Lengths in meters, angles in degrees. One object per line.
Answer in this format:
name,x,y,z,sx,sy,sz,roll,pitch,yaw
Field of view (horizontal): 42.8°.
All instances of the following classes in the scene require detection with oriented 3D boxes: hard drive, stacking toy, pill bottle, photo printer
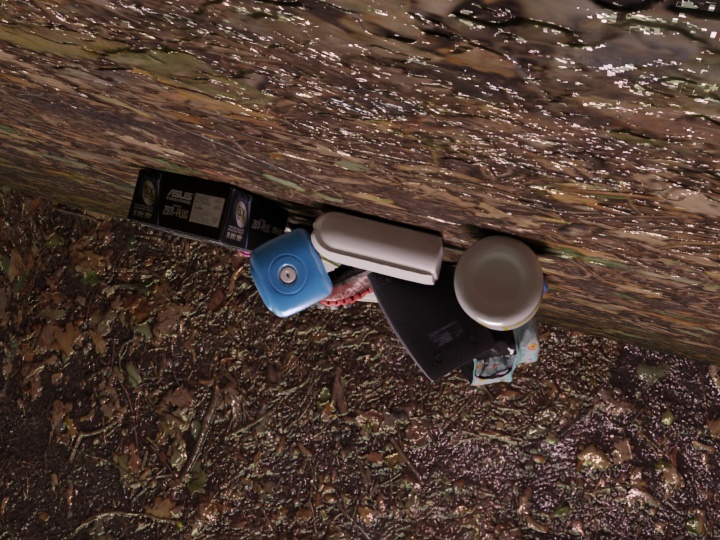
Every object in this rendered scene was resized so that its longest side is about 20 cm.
hard drive,0.107,0.068,1.434,0.133,0.201,0.043,-26,158,-17
stacking toy,-0.102,-0.007,1.480,0.108,0.118,0.200,-25,-175,8
pill bottle,0.185,0.021,1.205,0.110,0.114,0.200,13,177,12
photo printer,0.024,-0.035,1.367,0.196,0.071,0.166,14,177,6

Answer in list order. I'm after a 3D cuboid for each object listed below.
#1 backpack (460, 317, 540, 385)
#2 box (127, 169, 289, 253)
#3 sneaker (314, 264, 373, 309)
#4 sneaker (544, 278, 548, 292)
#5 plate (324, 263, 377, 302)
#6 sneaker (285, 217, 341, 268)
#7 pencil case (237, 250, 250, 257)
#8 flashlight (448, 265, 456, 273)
backpack,0.229,0.105,1.606,0.150,0.178,0.201,-7,152,-8
box,-0.244,-0.090,1.478,0.197,0.088,0.163,13,177,30
sneaker,0.000,0.000,1.515,0.197,0.099,0.071,-15,-146,-2
sneaker,0.229,0.032,1.467,0.075,0.090,0.198,9,176,44
plate,0.008,0.009,1.697,0.196,0.033,0.201,6,151,7
sneaker,-0.048,-0.048,1.568,0.196,0.078,0.089,10,163,14
pencil case,-0.199,-0.059,1.817,0.089,0.095,0.200,-17,176,5
flashlight,0.178,0.023,1.763,0.067,0.069,0.199,16,178,-22
